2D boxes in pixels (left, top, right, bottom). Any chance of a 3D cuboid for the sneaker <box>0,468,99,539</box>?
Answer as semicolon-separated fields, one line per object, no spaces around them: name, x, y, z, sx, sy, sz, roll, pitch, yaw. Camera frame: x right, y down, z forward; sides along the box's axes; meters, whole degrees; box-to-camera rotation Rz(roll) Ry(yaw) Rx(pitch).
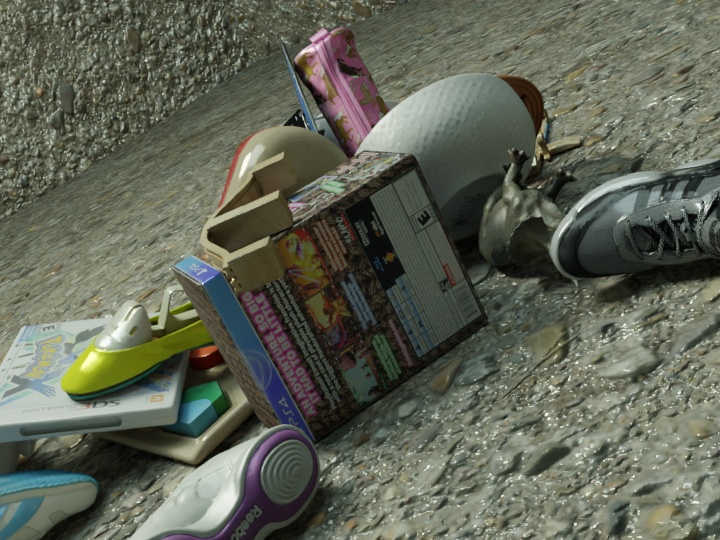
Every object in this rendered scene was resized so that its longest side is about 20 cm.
sneaker;-0.310;0.221;0.769;0.199;0.081;0.076;-17;8;-37

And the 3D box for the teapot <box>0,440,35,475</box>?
teapot;-0.394;0.161;0.918;0.145;0.201;0.198;6;-27;-13

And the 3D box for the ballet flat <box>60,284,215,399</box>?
ballet flat;-0.187;0.053;0.869;0.199;0.067;0.067;-20;28;-30

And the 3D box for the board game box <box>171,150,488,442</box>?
board game box;-0.023;0.019;0.771;0.199;0.160;0.097;-32;20;-16

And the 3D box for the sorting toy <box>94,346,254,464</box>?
sorting toy;-0.145;0.105;0.898;0.199;0.037;0.185;-5;29;48

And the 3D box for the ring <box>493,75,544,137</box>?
ring;0.103;-0.127;0.976;0.200;0.201;0.019;-29;60;-6

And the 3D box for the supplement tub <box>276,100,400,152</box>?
supplement tub;-0.026;-0.135;1.194;0.199;0.141;0.140;-7;27;44

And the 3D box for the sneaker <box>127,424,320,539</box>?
sneaker;-0.110;0.185;0.626;0.200;0.075;0.099;-38;8;-40

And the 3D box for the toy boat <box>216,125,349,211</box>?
toy boat;-0.084;-0.034;0.871;0.131;0.130;0.201;7;79;62

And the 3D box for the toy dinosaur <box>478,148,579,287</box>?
toy dinosaur;0.136;-0.043;0.842;0.103;0.077;0.200;-67;16;-11

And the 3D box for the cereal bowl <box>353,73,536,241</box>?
cereal bowl;0.091;-0.091;0.918;0.199;0.200;0.084;-29;60;-7

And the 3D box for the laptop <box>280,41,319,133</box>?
laptop;-0.092;-0.120;1.083;0.200;0.103;0.178;-40;55;30

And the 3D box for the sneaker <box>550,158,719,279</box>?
sneaker;0.238;-0.030;0.676;0.199;0.076;0.114;-18;18;11

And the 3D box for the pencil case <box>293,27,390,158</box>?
pencil case;-0.001;-0.168;1.039;0.083;0.201;0.086;-22;-10;-36

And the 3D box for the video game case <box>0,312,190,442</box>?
video game case;-0.257;0.096;0.896;0.181;0.022;0.200;-6;23;-2

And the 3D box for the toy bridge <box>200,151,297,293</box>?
toy bridge;-0.085;-0.036;0.704;0.067;0.027;0.200;-24;23;9

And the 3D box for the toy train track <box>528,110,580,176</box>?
toy train track;0.206;-0.163;1.128;0.114;0.033;0.200;-19;20;22
